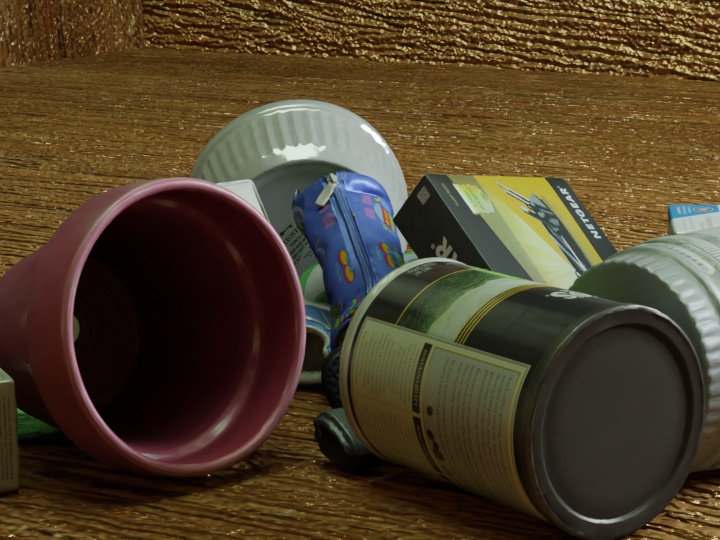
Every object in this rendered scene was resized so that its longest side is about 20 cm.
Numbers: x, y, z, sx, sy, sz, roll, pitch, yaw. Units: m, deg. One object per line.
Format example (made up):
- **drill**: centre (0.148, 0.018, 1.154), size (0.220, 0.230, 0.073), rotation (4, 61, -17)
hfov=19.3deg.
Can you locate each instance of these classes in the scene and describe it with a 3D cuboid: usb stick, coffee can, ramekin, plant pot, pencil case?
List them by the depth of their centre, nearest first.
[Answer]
- **coffee can**: centre (0.100, 0.078, 1.361), size (0.146, 0.147, 0.200), rotation (-9, 14, -35)
- **plant pot**: centre (-0.166, 0.043, 1.473), size (0.200, 0.201, 0.179), rotation (-10, 2, -37)
- **usb stick**: centre (0.058, 0.106, 1.493), size (0.199, 0.033, 0.055), rotation (-8, 34, -34)
- **pencil case**: centre (0.000, 0.000, 1.627), size (0.078, 0.087, 0.200), rotation (-20, 39, 3)
- **ramekin**: centre (-0.051, -0.039, 1.827), size (0.199, 0.201, 0.105), rotation (-2, 21, -7)

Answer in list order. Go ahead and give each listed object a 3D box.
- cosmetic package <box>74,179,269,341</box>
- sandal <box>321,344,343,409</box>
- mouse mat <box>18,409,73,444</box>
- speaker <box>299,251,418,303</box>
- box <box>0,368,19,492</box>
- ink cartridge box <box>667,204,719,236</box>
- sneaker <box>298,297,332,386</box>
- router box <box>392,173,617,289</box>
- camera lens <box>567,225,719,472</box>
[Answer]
- **cosmetic package**: centre (-0.161, 0.010, 1.650), size (0.103, 0.073, 0.200), rotation (-11, -18, -39)
- **sandal**: centre (0.050, 0.080, 1.543), size (0.199, 0.075, 0.045), rotation (0, 15, -36)
- **mouse mat**: centre (-0.191, 0.107, 1.589), size (0.199, 0.008, 0.161), rotation (2, 12, 7)
- **speaker**: centre (0.043, 0.025, 1.708), size (0.200, 0.089, 0.088), rotation (-4, 7, 40)
- **box**: centre (-0.329, 0.113, 1.390), size (0.199, 0.082, 0.068), rotation (-4, 13, -23)
- **ink cartridge box**: centre (0.379, -0.008, 1.903), size (0.199, 0.086, 0.146), rotation (-1, 12, 6)
- **sneaker**: centre (-0.073, 0.048, 1.684), size (0.199, 0.076, 0.077), rotation (7, 14, 31)
- **router box**: centre (0.138, 0.015, 1.573), size (0.157, 0.052, 0.200), rotation (-1, 47, -43)
- **camera lens**: centre (0.252, 0.049, 1.450), size (0.200, 0.161, 0.160), rotation (-10, 15, -38)
